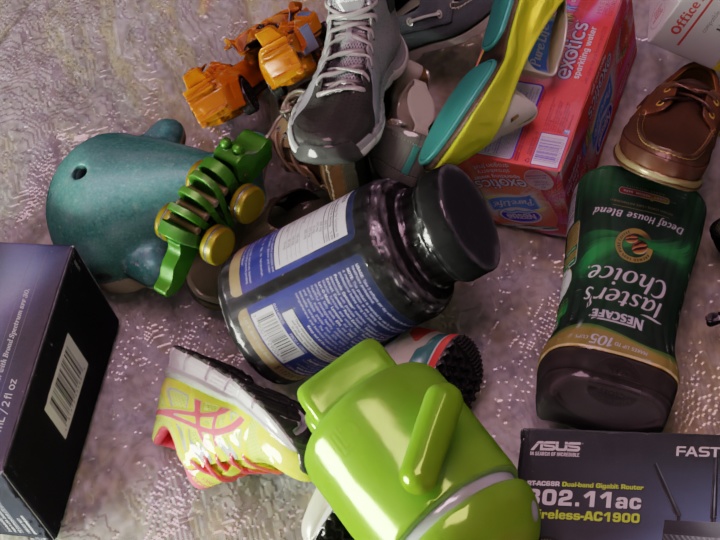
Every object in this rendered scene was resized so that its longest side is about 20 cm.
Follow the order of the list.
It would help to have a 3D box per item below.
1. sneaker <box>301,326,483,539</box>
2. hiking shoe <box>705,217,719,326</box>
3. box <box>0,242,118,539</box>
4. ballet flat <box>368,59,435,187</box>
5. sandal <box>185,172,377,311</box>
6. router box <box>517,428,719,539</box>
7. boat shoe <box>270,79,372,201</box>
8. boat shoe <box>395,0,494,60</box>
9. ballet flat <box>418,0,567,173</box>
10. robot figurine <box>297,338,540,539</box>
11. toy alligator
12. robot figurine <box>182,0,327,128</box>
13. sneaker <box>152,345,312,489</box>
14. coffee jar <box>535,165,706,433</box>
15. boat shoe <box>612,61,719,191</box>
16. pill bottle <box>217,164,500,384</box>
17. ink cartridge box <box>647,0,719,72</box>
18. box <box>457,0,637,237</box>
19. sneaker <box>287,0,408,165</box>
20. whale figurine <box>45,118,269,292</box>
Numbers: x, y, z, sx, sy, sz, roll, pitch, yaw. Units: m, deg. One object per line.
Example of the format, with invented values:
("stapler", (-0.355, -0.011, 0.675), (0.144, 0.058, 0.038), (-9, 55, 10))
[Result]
("sneaker", (0.007, 0.125, 1.386), (0.093, 0.070, 0.201), (16, 64, 44))
("hiking shoe", (0.317, -0.044, 1.404), (0.099, 0.076, 0.202), (9, 61, 15))
("box", (-0.319, 0.089, 1.445), (0.196, 0.124, 0.202), (2, 58, 16))
("ballet flat", (0.037, -0.134, 1.501), (0.067, 0.064, 0.201), (17, 30, -15))
("sandal", (-0.054, -0.037, 1.499), (0.199, 0.058, 0.080), (-27, 55, -5))
("router box", (0.202, 0.192, 1.287), (0.198, 0.062, 0.151), (1, 57, 14))
("boat shoe", (-0.034, -0.101, 1.495), (0.073, 0.076, 0.200), (-12, 23, 0))
("boat shoe", (0.064, -0.226, 1.526), (0.199, 0.062, 0.073), (-21, 37, 51))
("ballet flat", (0.113, -0.150, 1.412), (0.067, 0.067, 0.202), (29, 73, -16))
("robot figurine", (0.041, 0.144, 1.248), (0.115, 0.176, 0.200), (-33, 63, -13))
("toy alligator", (-0.103, -0.072, 1.414), (0.059, 0.054, 0.201), (27, 74, 29))
("robot figurine", (-0.078, -0.174, 1.528), (0.144, 0.059, 0.200), (-27, 11, 13))
("sneaker", (-0.090, 0.127, 1.378), (0.199, 0.078, 0.091), (23, 89, 53))
("coffee jar", (0.192, 0.028, 1.376), (0.103, 0.086, 0.202), (15, 61, 0))
("boat shoe", (0.238, -0.113, 1.407), (0.071, 0.068, 0.200), (21, 22, 8))
("pill bottle", (0.000, 0.000, 1.391), (0.199, 0.112, 0.113), (-25, 51, 26))
("ink cartridge box", (0.299, -0.213, 1.437), (0.198, 0.115, 0.068), (20, 48, -12))
("box", (0.147, -0.140, 1.495), (0.102, 0.095, 0.202), (11, 60, 19))
("sneaker", (-0.015, -0.171, 1.403), (0.074, 0.117, 0.201), (2, 34, 12))
("whale figurine", (-0.167, -0.064, 1.494), (0.198, 0.104, 0.161), (-15, 55, 27))
